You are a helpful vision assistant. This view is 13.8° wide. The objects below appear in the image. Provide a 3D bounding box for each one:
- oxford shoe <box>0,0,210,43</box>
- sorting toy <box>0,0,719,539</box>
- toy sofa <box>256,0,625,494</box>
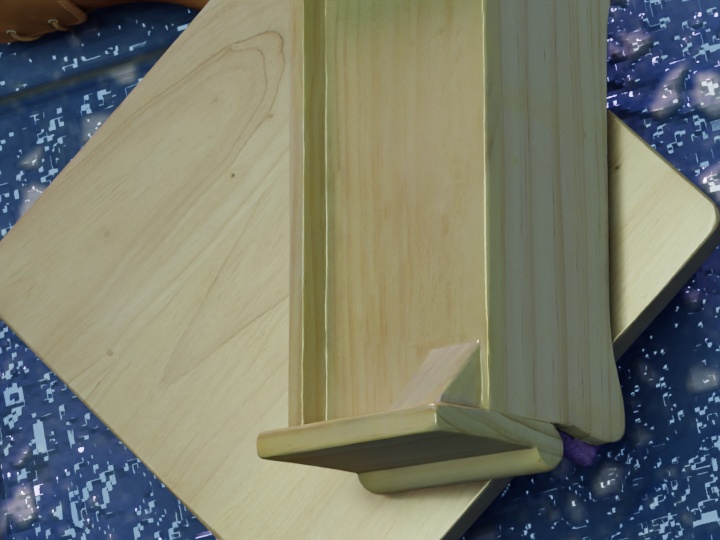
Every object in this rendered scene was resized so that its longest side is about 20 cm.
[{"bbox_3d":[-0.116,-0.118,1.140,0.199,0.071,0.072,14,111,20],"label":"oxford shoe"},{"bbox_3d":[0.000,0.000,1.063,0.199,0.070,0.200,43,93,21],"label":"sorting toy"},{"bbox_3d":[0.026,-0.029,0.990,0.082,0.097,0.201,-11,74,41],"label":"toy sofa"}]
